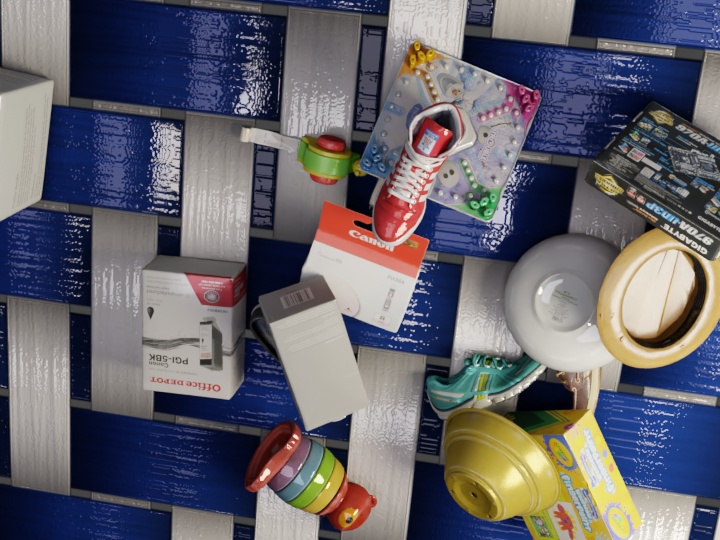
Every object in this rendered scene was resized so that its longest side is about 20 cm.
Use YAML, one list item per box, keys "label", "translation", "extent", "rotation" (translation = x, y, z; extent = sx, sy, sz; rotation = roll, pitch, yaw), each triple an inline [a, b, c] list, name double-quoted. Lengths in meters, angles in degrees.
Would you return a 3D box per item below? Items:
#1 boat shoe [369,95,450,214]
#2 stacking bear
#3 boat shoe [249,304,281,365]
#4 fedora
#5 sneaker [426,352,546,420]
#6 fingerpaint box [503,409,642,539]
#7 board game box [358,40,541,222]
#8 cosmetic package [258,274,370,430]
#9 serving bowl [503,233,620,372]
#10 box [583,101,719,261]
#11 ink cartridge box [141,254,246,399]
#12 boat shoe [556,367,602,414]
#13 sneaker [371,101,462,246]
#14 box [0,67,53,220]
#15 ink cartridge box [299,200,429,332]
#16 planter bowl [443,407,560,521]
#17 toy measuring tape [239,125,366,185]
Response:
- label: "boat shoe"
  translation: [0.070, -0.151, 1.586]
  extent: [0.075, 0.093, 0.200]
  rotation: [30, 82, 4]
- label: "stacking bear"
  translation: [-0.068, 0.335, 1.740]
  extent: [0.200, 0.114, 0.121]
  rotation: [39, 96, -15]
- label: "boat shoe"
  translation: [-0.095, 0.132, 1.700]
  extent: [0.070, 0.066, 0.200]
  rotation: [-38, 97, 19]
- label: "fedora"
  translation: [0.391, 0.029, 1.488]
  extent: [0.200, 0.082, 0.201]
  rotation: [-5, 109, -13]
- label: "sneaker"
  translation: [0.190, 0.159, 1.658]
  extent: [0.200, 0.078, 0.080]
  rotation: [-25, 93, 16]
- label: "fingerpaint box"
  translation: [0.299, 0.308, 1.644]
  extent: [0.167, 0.073, 0.200]
  rotation: [-12, 109, 52]
- label: "board game box"
  translation: [0.125, -0.195, 1.532]
  extent: [0.200, 0.026, 0.200]
  rotation: [23, 82, 2]
- label: "cosmetic package"
  translation: [-0.066, 0.121, 1.614]
  extent: [0.107, 0.090, 0.200]
  rotation: [-19, 122, -8]
- label: "serving bowl"
  translation: [0.294, 0.046, 1.570]
  extent: [0.200, 0.066, 0.200]
  rotation: [0, 89, 21]
- label: "box"
  translation: [0.420, -0.121, 1.453]
  extent: [0.200, 0.159, 0.046]
  rotation: [35, 147, 19]
- label: "ink cartridge box"
  translation: [-0.256, 0.088, 1.705]
  extent: [0.147, 0.083, 0.200]
  rotation: [5, 108, 7]
- label: "boat shoe"
  translation: [0.318, 0.140, 1.631]
  extent: [0.072, 0.072, 0.200]
  rotation: [7, 104, 11]
- label: "sneaker"
  translation: [0.073, -0.131, 1.451]
  extent: [0.071, 0.112, 0.200]
  rotation: [26, 81, 2]
- label: "box"
  translation: [-0.583, -0.196, 1.624]
  extent: [0.200, 0.171, 0.199]
  rotation: [14, 109, 5]
- label: "ink cartridge box"
  translation: [0.000, 0.000, 1.598]
  extent: [0.162, 0.057, 0.200]
  rotation: [21, 151, 3]
- label: "planter bowl"
  translation: [0.185, 0.303, 1.617]
  extent: [0.200, 0.083, 0.201]
  rotation: [28, 141, 25]
- label: "toy measuring tape"
  translation: [-0.084, -0.169, 1.601]
  extent: [0.200, 0.074, 0.074]
  rotation: [16, 109, 4]
